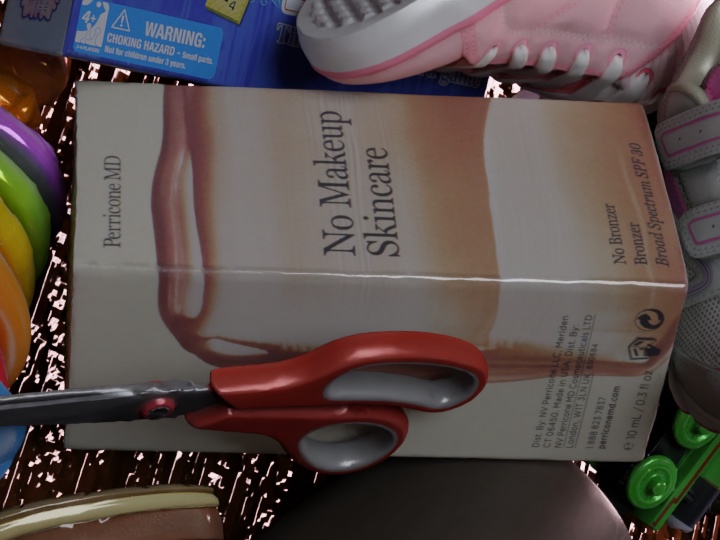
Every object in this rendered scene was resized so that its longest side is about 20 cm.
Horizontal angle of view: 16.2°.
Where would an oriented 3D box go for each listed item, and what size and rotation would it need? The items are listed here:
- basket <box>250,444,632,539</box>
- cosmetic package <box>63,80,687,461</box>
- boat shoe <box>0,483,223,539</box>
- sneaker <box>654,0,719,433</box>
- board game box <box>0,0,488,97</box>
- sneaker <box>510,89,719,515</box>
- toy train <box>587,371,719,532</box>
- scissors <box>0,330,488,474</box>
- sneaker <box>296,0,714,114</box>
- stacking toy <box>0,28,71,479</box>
[{"bbox_3d":[0.000,0.149,0.846,0.180,0.136,0.200,30,48,14],"label":"basket"},{"bbox_3d":[0.000,0.000,0.856,0.199,0.087,0.104,1,42,-8],"label":"cosmetic package"},{"bbox_3d":[-0.132,0.118,0.801,0.199,0.072,0.068,-16,83,-27],"label":"boat shoe"},{"bbox_3d":[0.135,-0.025,0.860,0.200,0.081,0.088,-90,166,-50],"label":"sneaker"},{"bbox_3d":[-0.019,-0.159,0.896,0.200,0.041,0.200,7,95,-44],"label":"board game box"},{"bbox_3d":[0.128,0.007,1.000,0.066,0.090,0.201,-29,92,-35],"label":"sneaker"},{"bbox_3d":[0.160,0.017,0.961,0.056,0.042,0.200,34,94,-37],"label":"toy train"},{"bbox_3d":[-0.049,0.034,0.766,0.199,0.073,0.014,9,51,-39],"label":"scissors"},{"bbox_3d":[0.067,-0.086,0.912,0.200,0.075,0.105,-34,117,-37],"label":"sneaker"},{"bbox_3d":[-0.141,-0.018,0.838,0.110,0.116,0.200,45,42,-21],"label":"stacking toy"}]
